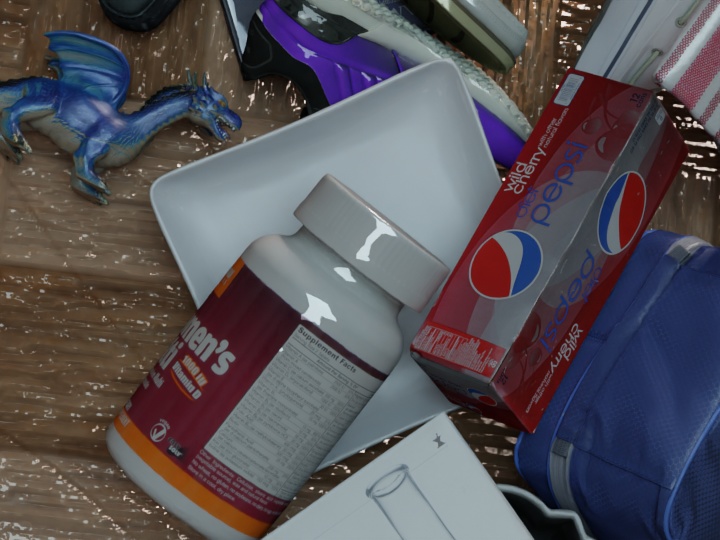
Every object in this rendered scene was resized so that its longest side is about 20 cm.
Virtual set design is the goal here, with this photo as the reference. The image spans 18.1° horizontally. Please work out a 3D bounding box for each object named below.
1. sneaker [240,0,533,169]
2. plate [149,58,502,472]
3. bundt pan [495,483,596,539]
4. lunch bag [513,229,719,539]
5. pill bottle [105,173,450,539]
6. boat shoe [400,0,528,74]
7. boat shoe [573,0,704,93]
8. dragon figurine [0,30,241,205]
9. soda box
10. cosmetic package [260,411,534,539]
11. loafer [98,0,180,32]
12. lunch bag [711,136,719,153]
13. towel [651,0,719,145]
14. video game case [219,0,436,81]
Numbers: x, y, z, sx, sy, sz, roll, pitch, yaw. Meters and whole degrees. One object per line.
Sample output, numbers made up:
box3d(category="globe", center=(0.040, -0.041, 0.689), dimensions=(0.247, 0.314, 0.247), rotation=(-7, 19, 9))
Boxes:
box3d(category="sneaker", center=(0.013, -0.103, 1.386), dimensions=(0.200, 0.070, 0.100), rotation=(32, 102, -15))
box3d(category="plate", center=(0.000, 0.000, 1.350), dimensions=(0.199, 0.032, 0.200), rotation=(-23, 98, -1))
box3d(category="bundt pan", center=(0.065, 0.223, 1.309), dimensions=(0.201, 0.076, 0.203), rotation=(0, 84, 1))
box3d(category="lunch bag", center=(0.188, 0.072, 1.326), dimensions=(0.132, 0.136, 0.200), rotation=(20, 70, 39))
box3d(category="pill bottle", center=(-0.045, 0.050, 1.281), dimensions=(0.109, 0.110, 0.200), rotation=(38, 93, 0))
box3d(category="boat shoe", center=(0.035, -0.208, 1.384), dimensions=(0.200, 0.075, 0.068), rotation=(44, 82, 3))
box3d(category="boat shoe", center=(0.169, -0.133, 1.346), dimensions=(0.067, 0.200, 0.074), rotation=(25, 53, 1))
box3d(category="dragon figurine", center=(-0.173, -0.107, 1.359), dimensions=(0.199, 0.059, 0.100), rotation=(26, 76, -3))
box3d(category="soda box", center=(0.109, -0.012, 1.297), dimensions=(0.063, 0.070, 0.200), rotation=(21, 72, 35))
box3d(category="cosmetic package", center=(0.008, 0.197, 1.251), dimensions=(0.200, 0.052, 0.151), rotation=(-35, 82, -3))
box3d(category="loafer", center=(-0.118, -0.246, 1.376), dimensions=(0.068, 0.070, 0.201), rotation=(18, 89, 13))
box3d(category="lunch bag", center=(0.322, -0.086, 1.418), dimensions=(0.199, 0.077, 0.161), rotation=(-2, 85, -7))
box3d(category="towel", center=(0.266, -0.111, 1.317), dimensions=(0.200, 0.030, 0.147), rotation=(41, 83, -31))
box3d(category="video game case", center=(-0.033, -0.231, 1.426), dimensions=(0.142, 0.019, 0.201), rotation=(-15, 82, -11))
